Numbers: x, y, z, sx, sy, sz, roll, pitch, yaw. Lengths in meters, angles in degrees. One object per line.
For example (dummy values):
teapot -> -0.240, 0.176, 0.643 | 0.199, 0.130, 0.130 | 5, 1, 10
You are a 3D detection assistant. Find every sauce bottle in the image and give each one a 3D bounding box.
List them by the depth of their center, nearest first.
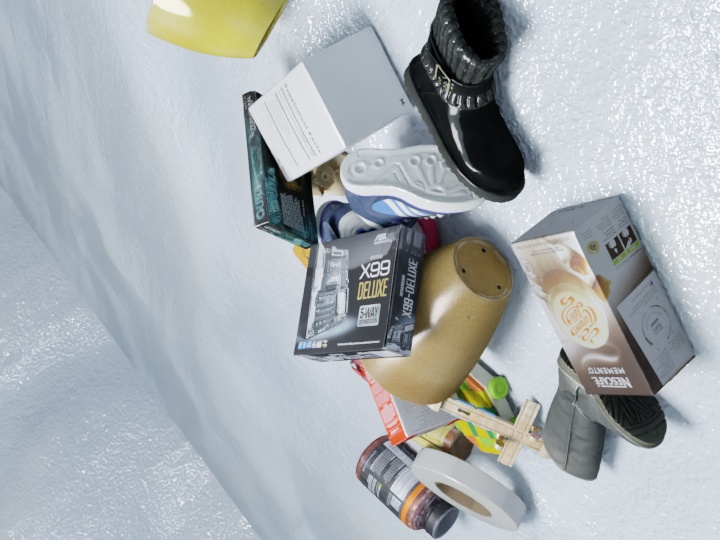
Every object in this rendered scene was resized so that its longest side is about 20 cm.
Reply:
sauce bottle -> 0.106, 0.262, 1.599 | 0.199, 0.066, 0.067 | 25, 141, 48

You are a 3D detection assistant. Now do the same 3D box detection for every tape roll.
tape roll -> 0.175, 0.357, 1.536 | 0.200, 0.037, 0.203 | 28, 161, 10

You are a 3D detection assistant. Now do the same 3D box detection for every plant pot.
plant pot -> 0.113, 0.049, 1.254 | 0.187, 0.185, 0.200 | 51, 137, 9
plant pot -> -0.177, -0.369, 1.266 | 0.140, 0.202, 0.200 | 31, 155, -8

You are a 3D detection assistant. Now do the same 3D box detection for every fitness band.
fitness band -> 0.048, -0.052, 1.377 | 0.144, 0.037, 0.201 | 51, 152, 12

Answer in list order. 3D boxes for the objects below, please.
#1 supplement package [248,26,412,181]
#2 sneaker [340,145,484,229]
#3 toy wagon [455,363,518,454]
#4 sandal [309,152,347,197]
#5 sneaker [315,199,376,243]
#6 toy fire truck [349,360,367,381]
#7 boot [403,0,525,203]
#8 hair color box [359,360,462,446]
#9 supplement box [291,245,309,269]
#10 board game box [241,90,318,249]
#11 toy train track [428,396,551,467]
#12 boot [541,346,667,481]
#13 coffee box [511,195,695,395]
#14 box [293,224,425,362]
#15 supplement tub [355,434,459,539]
supplement package -> -0.044, -0.216, 1.250 | 0.121, 0.120, 0.199 | 61, 153, -6
sneaker -> 0.077, -0.094, 1.215 | 0.196, 0.082, 0.147 | 8, 161, 17
toy wagon -> 0.170, 0.188, 1.432 | 0.154, 0.039, 0.203 | -9, 112, 62
sandal -> -0.084, -0.140, 1.464 | 0.210, 0.069, 0.079 | 14, 132, 54
sneaker -> 0.000, 0.000, 1.385 | 0.146, 0.079, 0.204 | 28, 135, 55
toy fire truck -> 0.056, 0.161, 1.582 | 0.141, 0.049, 0.201 | 41, 157, 12
boot -> 0.132, -0.189, 1.028 | 0.213, 0.079, 0.158 | 54, 154, 6
hair color box -> 0.066, 0.148, 1.422 | 0.064, 0.109, 0.204 | -44, 63, 59
supplement box -> -0.027, 0.011, 1.544 | 0.200, 0.068, 0.067 | 48, 153, 13
board game box -> -0.116, -0.144, 1.362 | 0.028, 0.135, 0.204 | -16, 70, 26
toy train track -> 0.187, 0.225, 1.352 | 0.197, 0.033, 0.117 | 23, 117, 6
boot -> 0.301, 0.208, 1.196 | 0.182, 0.071, 0.203 | 52, 151, 41
coffee box -> 0.268, 0.032, 1.043 | 0.203, 0.079, 0.114 | 61, 154, -9
box -> -0.003, 0.035, 1.241 | 0.049, 0.161, 0.198 | 18, 163, -35
supplement tub -> 0.089, 0.404, 1.741 | 0.199, 0.106, 0.108 | 37, 149, 33
